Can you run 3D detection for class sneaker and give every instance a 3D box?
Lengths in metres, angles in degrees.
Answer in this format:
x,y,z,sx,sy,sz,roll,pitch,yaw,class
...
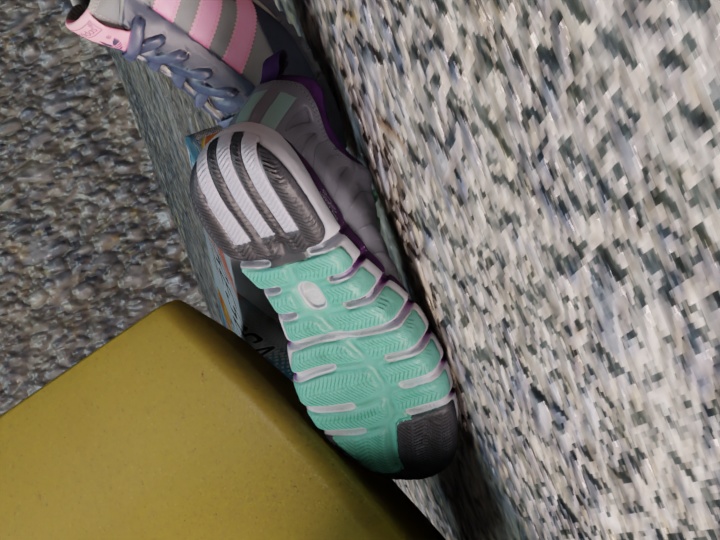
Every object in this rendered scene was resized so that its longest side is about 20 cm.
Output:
x,y,z,sx,sy,sz,roll,pitch,yaw,class
-0.089,-0.108,1.021,0.200,0.082,0.070,52,143,-8,sneaker
0.000,0.000,1.007,0.200,0.074,0.088,63,-147,-33,sneaker

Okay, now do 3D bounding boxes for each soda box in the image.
x,y,z,sx,sy,sz,roll,pitch,yaw,class
-0.042,-0.006,1.192,0.200,0.068,0.064,84,164,-61,soda box

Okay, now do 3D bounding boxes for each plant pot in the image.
x,y,z,sx,sy,sz,roll,pitch,yaw,class
-0.084,0.130,1.114,0.177,0.200,0.200,57,-177,14,plant pot
